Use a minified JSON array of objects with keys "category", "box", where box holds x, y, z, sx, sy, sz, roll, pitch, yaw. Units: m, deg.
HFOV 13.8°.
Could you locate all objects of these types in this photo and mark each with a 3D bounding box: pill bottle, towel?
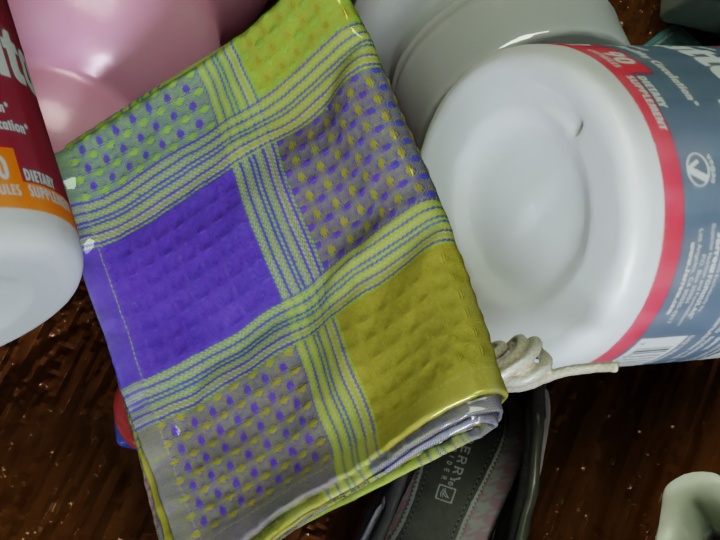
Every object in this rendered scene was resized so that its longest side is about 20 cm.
[{"category":"pill bottle","box":[-0.179,-0.072,1.084,0.112,0.113,0.201,-13,70,-17]},{"category":"pill bottle","box":[0.032,-0.135,1.223,0.113,0.114,0.201,-13,54,-16]},{"category":"towel","box":[-0.034,0.002,1.044,0.143,0.023,0.201,-30,58,20]},{"category":"pill bottle","box":[0.129,-0.026,1.135,0.199,0.120,0.120,-3,51,-43]}]

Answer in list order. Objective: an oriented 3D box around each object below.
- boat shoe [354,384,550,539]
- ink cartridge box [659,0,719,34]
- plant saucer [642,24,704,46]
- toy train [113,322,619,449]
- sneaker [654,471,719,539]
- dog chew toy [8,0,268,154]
[{"category":"boat shoe","box":[0.027,0.106,1.095,0.066,0.057,0.201,16,55,3]},{"category":"ink cartridge box","box":[0.222,-0.173,1.199,0.144,0.200,0.148,9,83,-11]},{"category":"plant saucer","box":[0.088,-0.035,1.228,0.200,0.019,0.070,-37,67,-27]},{"category":"toy train","box":[0.000,0.000,1.082,0.199,0.085,0.117,-14,75,28]},{"category":"sneaker","box":[0.126,0.156,1.028,0.074,0.100,0.201,-15,38,9]},{"category":"dog chew toy","box":[-0.104,-0.099,1.187,0.124,0.125,0.201,16,63,3]}]
